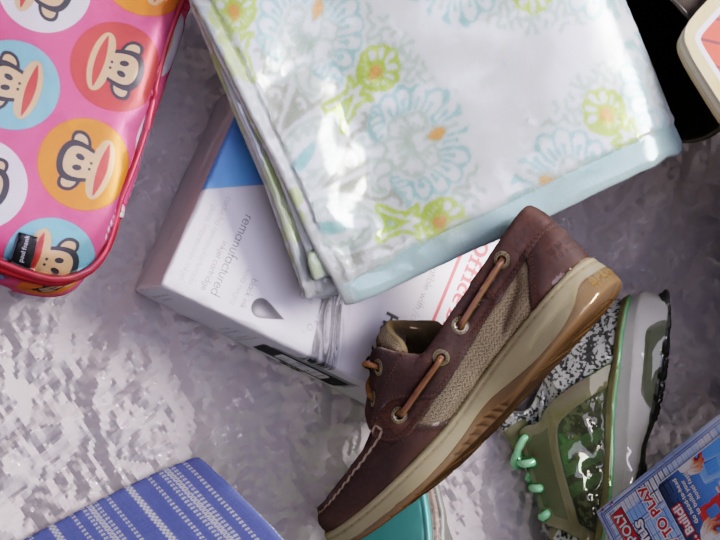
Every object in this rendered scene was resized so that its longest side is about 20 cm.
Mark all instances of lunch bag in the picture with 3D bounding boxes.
[{"bbox_3d":[-0.184,-0.101,0.891,0.175,0.082,0.202,19,78,-13],"label":"lunch bag"}]

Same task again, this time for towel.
[{"bbox_3d":[-0.134,0.162,0.856,0.199,0.145,0.024,-26,119,-19],"label":"towel"},{"bbox_3d":[0.035,-0.095,0.882,0.199,0.048,0.172,-23,94,-3],"label":"towel"}]

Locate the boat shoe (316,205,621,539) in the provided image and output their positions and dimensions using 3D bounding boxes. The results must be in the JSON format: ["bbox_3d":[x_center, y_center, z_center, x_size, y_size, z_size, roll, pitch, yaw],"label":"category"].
[{"bbox_3d":[0.037,0.052,0.884,0.072,0.072,0.200,46,117,11],"label":"boat shoe"}]

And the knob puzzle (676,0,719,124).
[{"bbox_3d":[0.250,-0.093,0.874,0.218,0.031,0.221,6,58,-10],"label":"knob puzzle"}]

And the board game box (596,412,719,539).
[{"bbox_3d":[0.231,0.103,0.928,0.199,0.200,0.062,-35,59,17],"label":"board game box"}]

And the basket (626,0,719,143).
[{"bbox_3d":[0.180,-0.192,0.991,0.180,0.136,0.200,35,66,23],"label":"basket"}]

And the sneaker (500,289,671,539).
[{"bbox_3d":[0.110,0.101,0.991,0.088,0.077,0.202,12,82,14],"label":"sneaker"}]

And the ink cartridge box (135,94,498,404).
[{"bbox_3d":[0.000,0.000,0.948,0.199,0.067,0.117,26,78,-15],"label":"ink cartridge box"}]

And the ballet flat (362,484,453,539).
[{"bbox_3d":[0.024,0.193,0.945,0.064,0.067,0.202,29,56,-52],"label":"ballet flat"}]
